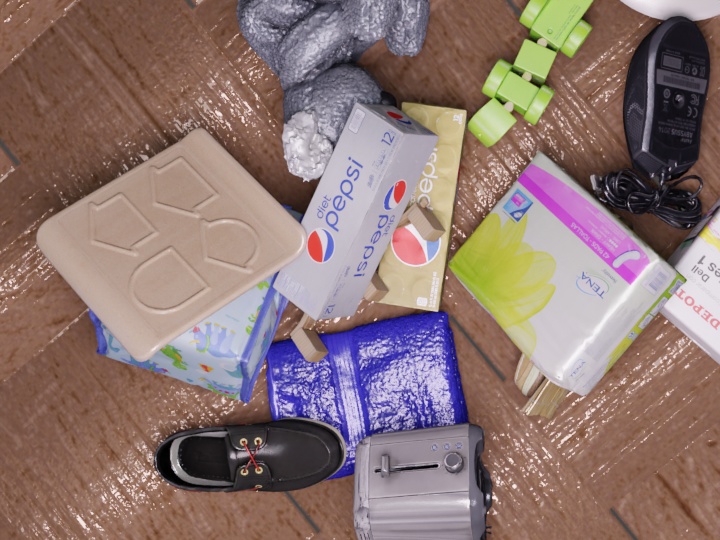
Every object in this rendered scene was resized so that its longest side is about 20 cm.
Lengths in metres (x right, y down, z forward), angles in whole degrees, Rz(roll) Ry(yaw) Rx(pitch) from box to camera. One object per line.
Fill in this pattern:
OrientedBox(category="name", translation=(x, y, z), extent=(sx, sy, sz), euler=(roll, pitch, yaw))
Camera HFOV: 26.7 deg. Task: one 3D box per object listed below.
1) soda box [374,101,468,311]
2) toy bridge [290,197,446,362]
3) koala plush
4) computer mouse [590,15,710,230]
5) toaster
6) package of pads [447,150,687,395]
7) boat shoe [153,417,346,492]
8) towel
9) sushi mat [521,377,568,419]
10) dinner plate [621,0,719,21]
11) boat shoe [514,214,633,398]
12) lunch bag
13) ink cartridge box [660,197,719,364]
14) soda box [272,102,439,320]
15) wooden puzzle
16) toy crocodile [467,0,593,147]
OrientedBox(category="soda box", translation=(0.061, -0.064, 1.518), extent=(0.067, 0.064, 0.203), euler=(8, 91, 6))
OrientedBox(category="toy bridge", translation=(0.000, 0.000, 1.488), extent=(0.200, 0.027, 0.067), euler=(-47, 64, 21))
OrientedBox(category="koala plush", translation=(-0.030, -0.180, 1.479), extent=(0.182, 0.177, 0.203), euler=(-2, 92, 16))
OrientedBox(category="computer mouse", translation=(0.289, -0.149, 1.491), extent=(0.137, 0.053, 0.203), euler=(12, 87, -33))
OrientedBox(category="toaster", translation=(0.064, 0.229, 1.480), extent=(0.128, 0.201, 0.115), euler=(-2, 58, 8))
OrientedBox(category="package of pads", translation=(0.189, 0.004, 1.445), extent=(0.155, 0.068, 0.200), euler=(-51, 47, 9))
OrientedBox(category="boat shoe", translation=(-0.111, 0.187, 1.506), extent=(0.199, 0.063, 0.075), euler=(-4, 91, 24))
OrientedBox(category="towel", translation=(0.006, 0.130, 1.534), extent=(0.198, 0.050, 0.150), euler=(-12, 91, 5))
OrientedBox(category="sushi mat", translation=(0.229, 0.062, 1.494), extent=(0.012, 0.096, 0.201), euler=(35, 94, 23))
OrientedBox(category="dinner plate", translation=(0.318, -0.348, 1.501), extent=(0.198, 0.024, 0.203), euler=(0, 86, -2))
OrientedBox(category="boat shoe", translation=(0.196, 0.028, 1.516), extent=(0.076, 0.072, 0.201), euler=(27, 87, 20))
OrientedBox(category="lunch bag", translation=(-0.156, 0.006, 1.509), extent=(0.168, 0.128, 0.202), euler=(17, 63, 3))
OrientedBox(category="ink cartridge box", translation=(0.395, -0.005, 1.483), extent=(0.145, 0.084, 0.200), euler=(40, 94, 3))
OrientedBox(category="soda box", translation=(-0.005, -0.055, 1.428), extent=(0.063, 0.068, 0.202), euler=(35, 111, 27))
OrientedBox(category="wooden puzzle", translation=(-0.177, -0.023, 1.433), extent=(0.199, 0.046, 0.185), euler=(-36, 61, -19))
OrientedBox(category="toy crocodile", translation=(0.176, -0.212, 1.513), extent=(0.067, 0.062, 0.201), euler=(30, 89, 4))
